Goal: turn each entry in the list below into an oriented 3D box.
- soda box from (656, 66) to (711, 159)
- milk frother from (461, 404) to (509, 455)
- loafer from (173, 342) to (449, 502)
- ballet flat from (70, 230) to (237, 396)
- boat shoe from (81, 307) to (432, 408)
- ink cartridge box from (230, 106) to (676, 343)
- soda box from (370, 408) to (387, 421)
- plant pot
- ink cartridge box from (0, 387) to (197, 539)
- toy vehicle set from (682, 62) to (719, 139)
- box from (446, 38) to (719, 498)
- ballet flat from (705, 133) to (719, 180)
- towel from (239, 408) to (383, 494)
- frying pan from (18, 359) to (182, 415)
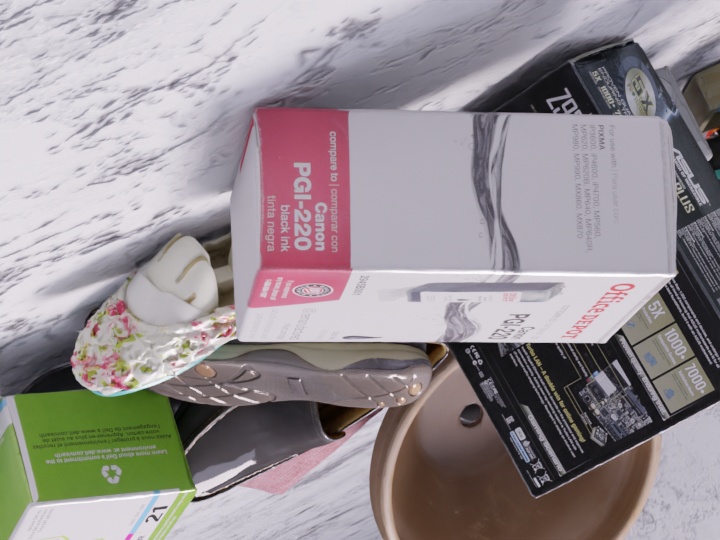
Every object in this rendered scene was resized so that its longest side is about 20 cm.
[{"bbox_3d":[0.138,-0.051,1.311,0.068,0.064,0.200,-21,168,-24],"label":"soda box"},{"bbox_3d":[0.069,0.040,1.505,0.188,0.200,0.181,-22,-151,55],"label":"milk frother"},{"bbox_3d":[-0.036,0.074,1.235,0.200,0.072,0.073,-40,127,4],"label":"loafer"},{"bbox_3d":[-0.070,-0.002,1.129,0.200,0.076,0.064,-27,140,-19],"label":"ballet flat"},{"bbox_3d":[-0.057,0.034,1.192,0.199,0.074,0.075,4,157,3],"label":"boat shoe"},{"bbox_3d":[0.041,-0.018,1.027,0.199,0.085,0.146,-1,165,-8],"label":"ink cartridge box"},{"bbox_3d":[-0.055,0.104,1.640,0.200,0.068,0.063,-17,166,-39],"label":"soda box"},{"bbox_3d":[0.088,0.112,1.371,0.200,0.201,0.093,-24,-153,-14],"label":"plant pot"},{"bbox_3d":[-0.217,0.139,1.212,0.199,0.076,0.148,-4,149,-29],"label":"ink cartridge box"},{"bbox_3d":[0.273,-0.120,1.448,0.124,0.027,0.200,-25,170,-5],"label":"toy vehicle set"},{"bbox_3d":[0.126,-0.001,1.176,0.164,0.200,0.086,-34,173,35],"label":"box"},{"bbox_3d":[0.258,-0.062,1.364,0.068,0.068,0.200,-17,-178,20],"label":"ballet flat"},{"bbox_3d":[-0.098,0.089,1.334,0.200,0.023,0.144,15,140,-32],"label":"towel"},{"bbox_3d":[-0.191,0.095,1.283,0.189,0.031,0.115,-12,146,1],"label":"frying pan"}]
